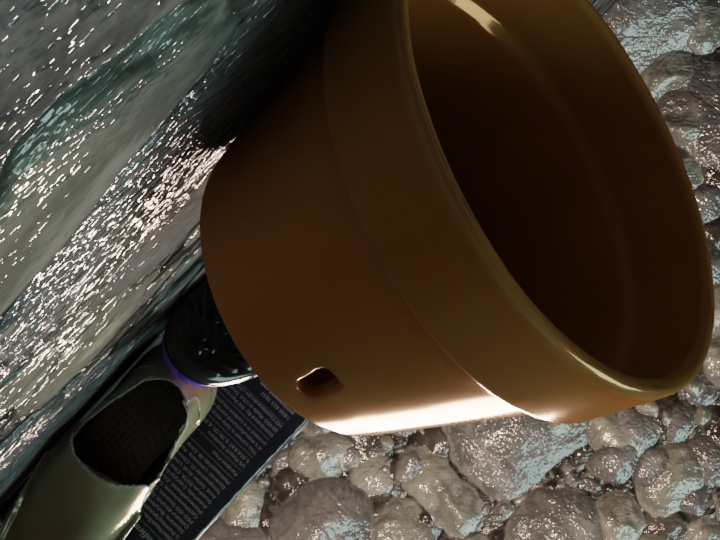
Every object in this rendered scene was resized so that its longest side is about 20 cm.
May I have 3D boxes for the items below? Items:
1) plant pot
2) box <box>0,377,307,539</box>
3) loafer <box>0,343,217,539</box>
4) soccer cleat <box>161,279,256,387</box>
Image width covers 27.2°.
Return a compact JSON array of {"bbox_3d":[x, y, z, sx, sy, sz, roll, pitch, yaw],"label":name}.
[{"bbox_3d":[0.030,-0.021,0.600,0.140,0.201,0.200,-27,-171,33],"label":"plant pot"},{"bbox_3d":[-0.143,0.142,1.042,0.200,0.107,0.148,-47,179,-17],"label":"box"},{"bbox_3d":[-0.165,0.129,0.916,0.201,0.075,0.068,-56,177,-3],"label":"loafer"},{"bbox_3d":[-0.075,0.030,0.948,0.073,0.068,0.200,-39,-176,32],"label":"soccer cleat"}]
